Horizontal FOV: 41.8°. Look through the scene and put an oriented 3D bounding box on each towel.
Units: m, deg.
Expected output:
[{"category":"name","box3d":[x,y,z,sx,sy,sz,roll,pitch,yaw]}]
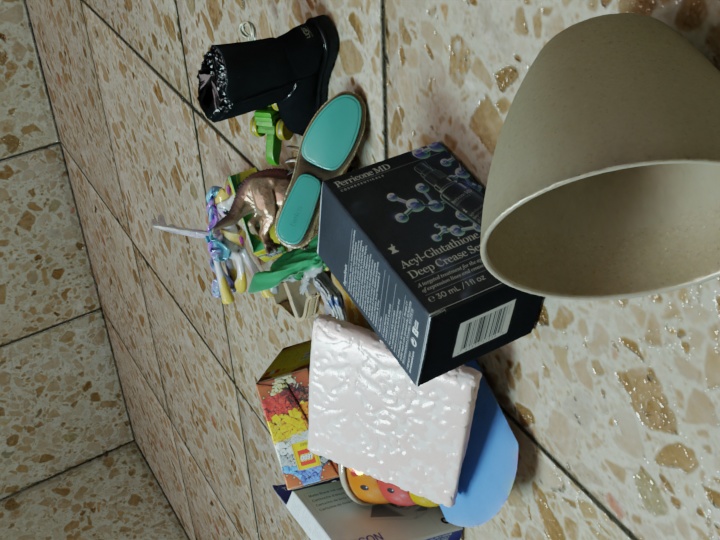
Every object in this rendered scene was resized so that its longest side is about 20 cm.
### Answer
[{"category":"towel","box3d":[0.032,0.158,1.066,0.197,0.032,0.194,18,124,20]},{"category":"towel","box3d":[-0.028,0.108,1.363,0.147,0.023,0.203,-130,25,-71]}]

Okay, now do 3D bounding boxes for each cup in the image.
[{"category":"cup","box3d":[0.174,-0.085,0.641,0.201,0.196,0.146,124,148,-62]}]

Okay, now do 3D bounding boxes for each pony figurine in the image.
[{"category":"pony figurine","box3d":[-0.229,-0.052,1.558,0.192,0.165,0.203,5,116,52]}]

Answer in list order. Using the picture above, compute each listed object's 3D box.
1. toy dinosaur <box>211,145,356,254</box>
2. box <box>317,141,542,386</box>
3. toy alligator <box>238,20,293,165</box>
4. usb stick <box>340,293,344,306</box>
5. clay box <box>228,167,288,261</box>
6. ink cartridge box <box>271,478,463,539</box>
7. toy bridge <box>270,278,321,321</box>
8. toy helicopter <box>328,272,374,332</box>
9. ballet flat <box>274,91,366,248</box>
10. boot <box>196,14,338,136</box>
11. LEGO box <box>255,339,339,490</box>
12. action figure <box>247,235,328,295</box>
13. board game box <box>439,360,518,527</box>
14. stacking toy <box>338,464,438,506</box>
[{"category":"toy dinosaur","box3d":[-0.099,-0.104,1.235,0.086,0.196,0.138,-92,-4,-63]},{"category":"box","box3d":[0.068,-0.013,0.944,0.201,0.147,0.108,51,150,34]},{"category":"toy alligator","box3d":[-0.122,-0.245,1.282,0.058,0.054,0.203,10,122,32]},{"category":"usb stick","box3d":[0.013,0.115,1.309,0.055,0.032,0.204,17,124,62]},{"category":"clay box","box3d":[-0.149,-0.080,1.392,0.200,0.047,0.117,114,137,-87]},{"category":"ink cartridge box","box3d":[0.007,0.322,1.289,0.199,0.197,0.041,38,123,46]},{"category":"toy bridge","box3d":[-0.100,0.046,1.505,0.199,0.027,0.068,-18,93,68]},{"category":"toy helicopter","box3d":[-0.004,0.065,1.097,0.130,0.079,0.202,13,134,30]},{"category":"ballet flat","box3d":[-0.047,-0.123,1.150,0.070,0.065,0.202,30,101,9]},{"category":"boot","box3d":[-0.122,-0.220,1.161,0.077,0.166,0.201,59,155,18]},{"category":"LEGO box","box3d":[-0.071,0.191,1.313,0.200,0.076,0.152,-54,-52,-80]},{"category":"action figure","box3d":[-0.073,-0.009,1.337,0.055,0.118,0.199,49,152,-15]},{"category":"board game box","box3d":[0.128,0.192,1.106,0.159,0.038,0.202,-55,48,38]},{"category":"stacking toy","box3d":[0.081,0.248,1.197,0.198,0.145,0.149,9,119,43]}]
